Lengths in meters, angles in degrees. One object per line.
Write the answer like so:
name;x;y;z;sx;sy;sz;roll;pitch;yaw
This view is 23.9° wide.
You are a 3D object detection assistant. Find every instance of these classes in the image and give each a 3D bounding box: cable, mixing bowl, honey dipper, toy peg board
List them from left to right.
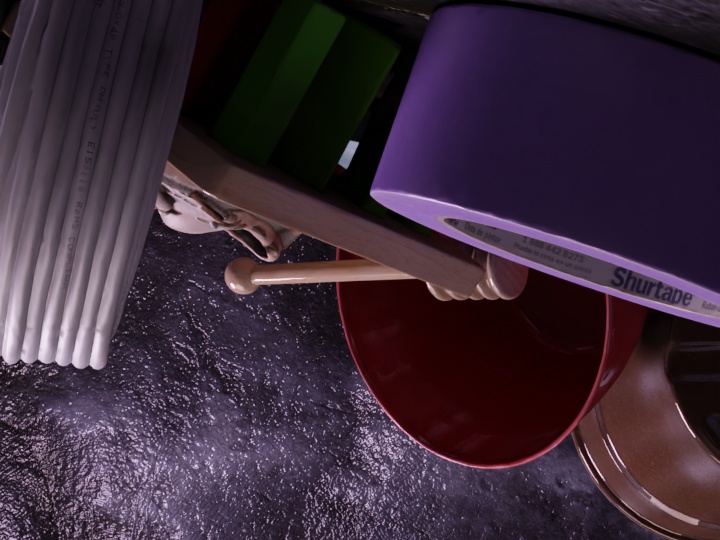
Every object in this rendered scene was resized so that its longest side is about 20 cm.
cable;-0.110;-0.059;0.673;0.069;0.201;0.200;14;156;-12
toy peg board;-0.039;-0.095;0.864;0.200;0.098;0.199;22;-168;-48
honey dipper;0.000;0.000;0.956;0.199;0.038;0.038;-2;165;36
mixing bowl;0.093;0.005;0.986;0.200;0.201;0.108;17;-160;41

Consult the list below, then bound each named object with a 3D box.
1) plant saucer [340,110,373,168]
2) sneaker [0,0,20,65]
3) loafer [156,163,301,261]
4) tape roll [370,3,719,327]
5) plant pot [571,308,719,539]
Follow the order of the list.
plant saucer;0.016;-0.079;1.148;0.199;0.028;0.200;15;175;1
sneaker;-0.209;-0.150;0.909;0.082;0.073;0.200;24;176;5
loafer;-0.080;-0.040;0.957;0.072;0.063;0.200;35;-170;25
tape roll;0.110;-0.039;0.735;0.199;0.085;0.200;19;177;1
plant pot;0.240;0.065;1.032;0.200;0.201;0.198;19;169;0
